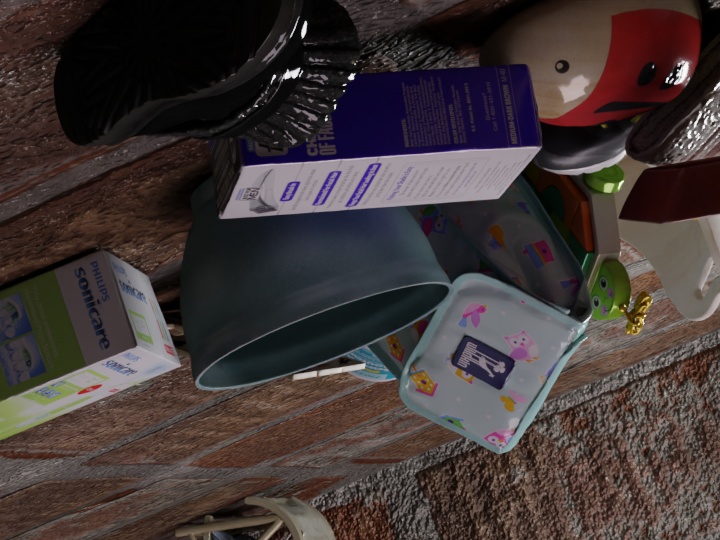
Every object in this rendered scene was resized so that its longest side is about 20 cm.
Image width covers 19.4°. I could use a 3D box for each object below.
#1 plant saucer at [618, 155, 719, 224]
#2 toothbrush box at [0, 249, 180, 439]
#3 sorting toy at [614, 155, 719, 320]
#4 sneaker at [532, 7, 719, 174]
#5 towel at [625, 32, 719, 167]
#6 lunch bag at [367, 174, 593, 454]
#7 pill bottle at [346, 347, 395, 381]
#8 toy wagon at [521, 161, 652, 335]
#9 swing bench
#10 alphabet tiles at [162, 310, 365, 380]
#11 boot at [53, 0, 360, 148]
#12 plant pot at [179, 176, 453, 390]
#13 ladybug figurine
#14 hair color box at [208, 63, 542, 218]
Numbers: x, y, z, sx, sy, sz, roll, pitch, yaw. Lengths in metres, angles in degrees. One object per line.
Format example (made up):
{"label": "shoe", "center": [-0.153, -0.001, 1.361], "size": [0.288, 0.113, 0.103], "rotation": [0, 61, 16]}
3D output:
{"label": "plant saucer", "center": [0.287, -0.067, 1.466], "size": [0.198, 0.037, 0.200], "rotation": [-10, -177, -1]}
{"label": "toothbrush box", "center": [-0.259, 0.067, 1.652], "size": [0.199, 0.087, 0.146], "rotation": [-23, 169, 4]}
{"label": "sorting toy", "center": [0.269, -0.051, 1.797], "size": [0.106, 0.181, 0.200], "rotation": [-18, 169, -12]}
{"label": "sneaker", "center": [0.209, -0.143, 1.575], "size": [0.199, 0.075, 0.085], "rotation": [-29, 163, -3]}
{"label": "towel", "center": [0.294, -0.142, 1.545], "size": [0.200, 0.035, 0.132], "rotation": [-48, 147, 19]}
{"label": "lunch bag", "center": [0.089, 0.025, 1.667], "size": [0.121, 0.200, 0.171], "rotation": [-12, 143, -37]}
{"label": "pill bottle", "center": [0.022, 0.040, 1.959], "size": [0.110, 0.112, 0.200], "rotation": [-19, 168, -10]}
{"label": "toy wagon", "center": [0.165, -0.025, 1.680], "size": [0.039, 0.200, 0.156], "rotation": [-5, 131, -27]}
{"label": "swing bench", "center": [-0.168, 0.441, 3.466], "size": [0.199, 0.130, 0.199], "rotation": [-28, 167, 10]}
{"label": "alphabet tiles", "center": [-0.102, 0.063, 1.817], "size": [0.199, 0.008, 0.167], "rotation": [16, -167, 36]}
{"label": "boot", "center": [-0.053, -0.122, 1.142], "size": [0.157, 0.080, 0.210], "rotation": [-2, 170, -39]}
{"label": "plant pot", "center": [-0.049, -0.012, 1.532], "size": [0.199, 0.135, 0.200], "rotation": [-21, 168, -4]}
{"label": "ladybug figurine", "center": [0.167, -0.145, 1.453], "size": [0.199, 0.072, 0.135], "rotation": [-10, 164, -45]}
{"label": "hair color box", "center": [0.007, -0.084, 1.380], "size": [0.198, 0.065, 0.109], "rotation": [-6, 165, -14]}
